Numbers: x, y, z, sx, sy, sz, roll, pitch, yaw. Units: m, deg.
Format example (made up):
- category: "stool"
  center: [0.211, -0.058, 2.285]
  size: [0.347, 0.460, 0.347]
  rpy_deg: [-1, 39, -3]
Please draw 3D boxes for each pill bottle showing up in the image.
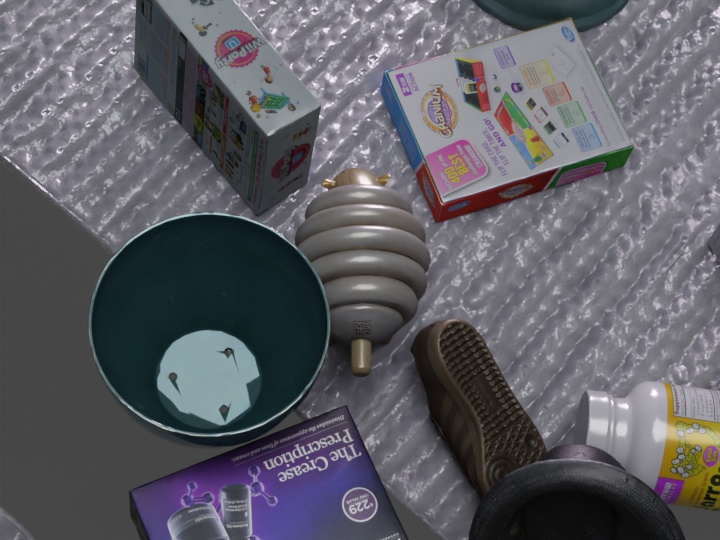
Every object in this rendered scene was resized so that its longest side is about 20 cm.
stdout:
- category: "pill bottle"
  center: [0.288, 0.153, 1.548]
  size: [0.199, 0.104, 0.105]
  rpy_deg: [8, 65, -1]

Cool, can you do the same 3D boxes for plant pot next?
- category: "plant pot"
  center: [0.193, -0.353, 1.758]
  size: [0.199, 0.134, 0.201]
  rpy_deg: [2, 65, -4]
- category: "plant pot"
  center: [-0.130, 0.069, 1.529]
  size: [0.199, 0.135, 0.201]
  rpy_deg: [2, 65, -5]

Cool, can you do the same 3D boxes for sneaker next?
- category: "sneaker"
  center: [0.105, 0.137, 1.565]
  size: [0.070, 0.075, 0.201]
  rpy_deg: [-21, 90, -25]

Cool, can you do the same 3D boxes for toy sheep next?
- category: "toy sheep"
  center: [0.000, 0.000, 1.576]
  size: [0.137, 0.138, 0.201]
  rpy_deg: [-4, 66, -7]

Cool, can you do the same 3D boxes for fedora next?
- category: "fedora"
  center: [0.184, 0.216, 1.485]
  size: [0.200, 0.201, 0.092]
  rpy_deg: [16, 36, 2]

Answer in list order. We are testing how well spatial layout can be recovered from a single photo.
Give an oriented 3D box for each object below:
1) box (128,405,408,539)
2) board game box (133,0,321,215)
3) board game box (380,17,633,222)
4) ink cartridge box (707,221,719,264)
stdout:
- category: "box"
  center: [-0.076, 0.219, 1.499]
  size: [0.199, 0.079, 0.142]
  rpy_deg: [-21, 71, -14]
- category: "board game box"
  center: [-0.125, -0.170, 1.635]
  size: [0.064, 0.148, 0.200]
  rpy_deg: [-32, 72, -21]
- category: "board game box"
  center: [0.138, -0.145, 1.707]
  size: [0.199, 0.040, 0.154]
  rpy_deg: [-17, 68, -13]
- category: "ink cartridge box"
  center: [0.437, 0.004, 1.608]
  size: [0.145, 0.147, 0.201]
  rpy_deg: [-19, 68, -14]
